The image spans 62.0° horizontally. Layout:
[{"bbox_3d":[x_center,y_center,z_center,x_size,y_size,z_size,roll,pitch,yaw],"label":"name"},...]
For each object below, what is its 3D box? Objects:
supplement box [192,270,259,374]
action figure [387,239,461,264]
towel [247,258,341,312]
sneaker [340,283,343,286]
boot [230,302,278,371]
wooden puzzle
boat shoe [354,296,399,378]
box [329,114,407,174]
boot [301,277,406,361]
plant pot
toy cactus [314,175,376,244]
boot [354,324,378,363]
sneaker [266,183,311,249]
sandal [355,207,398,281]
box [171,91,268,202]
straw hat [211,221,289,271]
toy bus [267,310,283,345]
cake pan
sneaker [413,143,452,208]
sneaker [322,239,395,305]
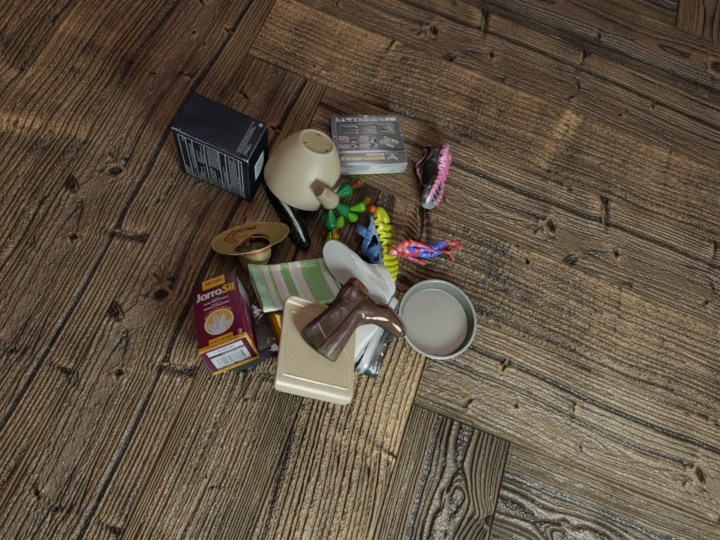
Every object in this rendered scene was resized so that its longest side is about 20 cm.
[{"bbox_3d":[-0.300,0.111,1.324,0.109,0.086,0.202,-20,47,-1],"label":"supplement box"},{"bbox_3d":[0.158,-0.048,1.502,0.197,0.066,0.052,0,58,-23],"label":"action figure"},{"bbox_3d":[-0.144,0.029,1.360,0.197,0.024,0.153,-5,42,-26],"label":"towel"},{"bbox_3d":[-0.059,0.083,1.428,0.113,0.076,0.200,39,65,10],"label":"sneaker"},{"bbox_3d":[-0.247,0.147,1.385,0.197,0.070,0.133,-13,68,-26],"label":"boot"},{"bbox_3d":[-0.094,0.173,1.287,0.183,0.037,0.203,19,64,-27],"label":"wooden puzzle"},{"bbox_3d":[0.051,0.160,1.426,0.056,0.069,0.202,29,72,-5],"label":"boat shoe"},{"bbox_3d":[0.020,-0.343,1.627,0.196,0.048,0.161,-4,70,-10],"label":"box"},{"bbox_3d":[-0.013,0.138,1.290,0.186,0.064,0.200,40,51,0],"label":"boot"},{"bbox_3d":[-0.129,-0.269,1.491,0.197,0.135,0.203,14,48,-16],"label":"plant pot"},{"bbox_3d":[-0.051,-0.151,1.466,0.102,0.165,0.202,31,88,39],"label":"toy cactus"},{"bbox_3d":[-0.021,0.169,1.395,0.072,0.091,0.201,33,65,8],"label":"boot"},{"bbox_3d":[-0.157,-0.152,1.511,0.087,0.076,0.202,-23,73,-23],"label":"sneaker"},{"bbox_3d":[0.040,-0.052,1.510,0.086,0.079,0.204,-15,75,25],"label":"sandal"},{"bbox_3d":[-0.336,-0.299,1.469,0.196,0.200,0.125,23,67,0],"label":"box"},{"bbox_3d":[-0.255,-0.043,1.435,0.198,0.201,0.086,-16,116,-15],"label":"straw hat"},{"bbox_3d":[-0.137,0.172,1.332,0.077,0.065,0.203,-18,80,-20],"label":"toy bus"},{"bbox_3d":[0.186,0.122,1.474,0.196,0.037,0.204,3,68,-8],"label":"cake pan"},{"bbox_3d":[0.183,-0.256,1.617,0.094,0.079,0.203,11,64,19],"label":"sneaker"},{"bbox_3d":[0.000,0.000,1.417,0.200,0.074,0.116,47,24,1],"label":"sneaker"}]
